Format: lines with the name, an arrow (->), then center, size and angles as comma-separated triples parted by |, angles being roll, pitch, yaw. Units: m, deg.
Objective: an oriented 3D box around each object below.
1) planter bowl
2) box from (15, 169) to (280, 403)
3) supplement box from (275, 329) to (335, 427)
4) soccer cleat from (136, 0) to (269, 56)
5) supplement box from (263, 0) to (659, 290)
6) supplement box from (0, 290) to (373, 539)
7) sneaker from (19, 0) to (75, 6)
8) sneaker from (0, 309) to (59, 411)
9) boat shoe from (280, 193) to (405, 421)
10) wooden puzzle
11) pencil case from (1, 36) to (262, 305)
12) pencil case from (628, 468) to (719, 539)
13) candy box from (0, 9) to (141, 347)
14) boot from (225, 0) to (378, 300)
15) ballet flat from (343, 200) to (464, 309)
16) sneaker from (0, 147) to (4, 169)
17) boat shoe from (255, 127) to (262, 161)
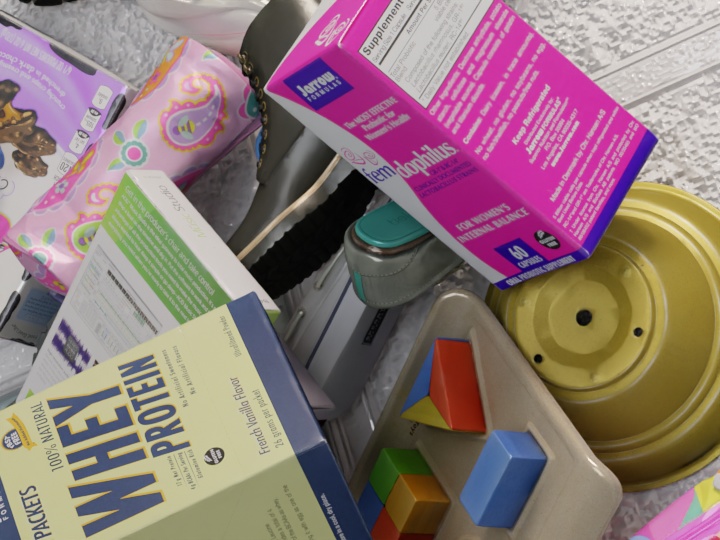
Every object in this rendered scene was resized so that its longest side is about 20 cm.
planter bowl -> 0.151, 0.035, 1.431 | 0.200, 0.083, 0.201 | -5, 78, 25
box -> -0.140, 0.056, 1.471 | 0.144, 0.036, 0.200 | 49, 125, 33
supplement box -> -0.114, 0.124, 1.520 | 0.109, 0.061, 0.200 | 50, 120, 29
soccer cleat -> -0.060, -0.174, 1.586 | 0.200, 0.078, 0.069 | 18, 68, 8
supplement box -> 0.060, -0.094, 1.369 | 0.103, 0.200, 0.101 | -57, 16, -26
supplement box -> -0.104, 0.157, 1.372 | 0.200, 0.200, 0.134 | -25, 45, -3
sneaker -> -0.179, -0.250, 1.646 | 0.200, 0.079, 0.089 | -5, 80, 25
sneaker -> -0.212, 0.120, 1.587 | 0.082, 0.073, 0.200 | 28, 93, 38
boat shoe -> 0.000, 0.000, 1.520 | 0.066, 0.072, 0.200 | 30, 99, 29
wooden puzzle -> 0.061, 0.137, 1.410 | 0.200, 0.046, 0.185 | 52, 127, 44
pencil case -> -0.150, -0.063, 1.552 | 0.087, 0.087, 0.200 | 37, 84, 26
pencil case -> 0.192, 0.182, 1.383 | 0.200, 0.088, 0.088 | -42, 66, 14
candy box -> -0.254, -0.070, 1.650 | 0.168, 0.072, 0.200 | 30, 94, 27
boot -> -0.054, -0.083, 1.481 | 0.200, 0.077, 0.138 | -46, 68, 2
ballet flat -> 0.071, -0.037, 1.470 | 0.200, 0.064, 0.067 | -29, 44, -27
sneaker -> -0.325, -0.036, 1.596 | 0.200, 0.077, 0.085 | -48, 67, 11
boat shoe -> 0.023, -0.102, 1.530 | 0.200, 0.084, 0.069 | -33, 66, 34
